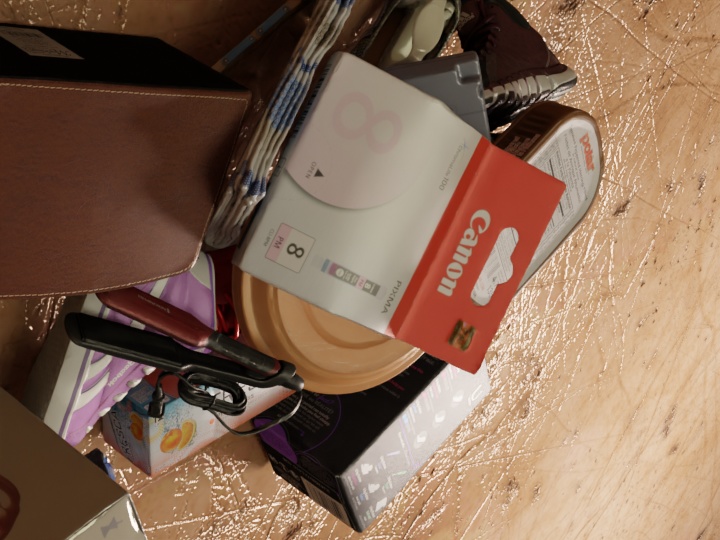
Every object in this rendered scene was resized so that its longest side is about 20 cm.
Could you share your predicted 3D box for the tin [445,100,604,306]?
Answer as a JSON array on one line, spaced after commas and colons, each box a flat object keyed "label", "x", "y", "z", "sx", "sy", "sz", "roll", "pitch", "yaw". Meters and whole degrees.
[{"label": "tin", "x": 0.124, "y": -0.049, "z": 0.932, "sx": 0.200, "sy": 0.042, "sz": 0.112, "roll": -46, "pitch": 139, "yaw": -25}]

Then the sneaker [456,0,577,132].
[{"label": "sneaker", "x": 0.095, "y": -0.178, "z": 1.020, "sx": 0.076, "sy": 0.116, "sz": 0.200, "roll": -38, "pitch": 169, "yaw": 39}]

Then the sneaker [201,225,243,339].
[{"label": "sneaker", "x": -0.080, "y": 0.023, "z": 0.926, "sx": 0.200, "sy": 0.115, "sz": 0.078, "roll": -39, "pitch": 142, "yaw": -30}]

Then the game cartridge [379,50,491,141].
[{"label": "game cartridge", "x": 0.042, "y": -0.074, "z": 0.947, "sx": 0.133, "sy": 0.041, "sz": 0.200, "roll": -12, "pitch": 129, "yaw": 3}]

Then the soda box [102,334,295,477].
[{"label": "soda box", "x": -0.115, "y": 0.086, "z": 0.977, "sx": 0.200, "sy": 0.064, "sz": 0.068, "roll": -28, "pitch": 136, "yaw": -40}]

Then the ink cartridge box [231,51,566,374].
[{"label": "ink cartridge box", "x": 0.034, "y": -0.034, "z": 0.827, "sx": 0.163, "sy": 0.200, "sz": 0.057, "roll": -64, "pitch": -170, "yaw": 0}]

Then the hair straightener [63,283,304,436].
[{"label": "hair straightener", "x": -0.120, "y": 0.068, "z": 0.831, "sx": 0.200, "sy": 0.041, "sz": 0.077, "roll": 25, "pitch": 111, "yaw": -40}]

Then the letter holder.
[{"label": "letter holder", "x": -0.187, "y": -0.067, "z": 0.733, "sx": 0.200, "sy": 0.101, "sz": 0.142, "roll": -7, "pitch": 123, "yaw": -51}]

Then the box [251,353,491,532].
[{"label": "box", "x": 0.013, "y": 0.123, "z": 1.122, "sx": 0.200, "sy": 0.122, "sz": 0.106, "roll": -44, "pitch": 143, "yaw": -23}]

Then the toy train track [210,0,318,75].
[{"label": "toy train track", "x": -0.063, "y": -0.192, "z": 0.856, "sx": 0.200, "sy": 0.033, "sz": 0.115, "roll": -44, "pitch": 180, "yaw": -12}]

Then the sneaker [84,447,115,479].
[{"label": "sneaker", "x": -0.208, "y": 0.210, "z": 0.881, "sx": 0.079, "sy": 0.089, "sz": 0.200, "roll": -35, "pitch": 158, "yaw": -45}]

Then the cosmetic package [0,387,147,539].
[{"label": "cosmetic package", "x": -0.228, "y": 0.142, "z": 0.743, "sx": 0.087, "sy": 0.200, "sz": 0.103, "roll": -37, "pitch": 139, "yaw": -32}]

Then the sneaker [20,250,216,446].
[{"label": "sneaker", "x": -0.166, "y": 0.069, "z": 0.851, "sx": 0.114, "sy": 0.073, "sz": 0.201, "roll": 21, "pitch": 99, "yaw": -30}]

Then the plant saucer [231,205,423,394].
[{"label": "plant saucer", "x": 0.000, "y": 0.000, "z": 0.896, "sx": 0.200, "sy": 0.032, "sz": 0.200, "roll": -11, "pitch": 113, "yaw": -28}]

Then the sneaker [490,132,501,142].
[{"label": "sneaker", "x": 0.098, "y": -0.070, "z": 1.030, "sx": 0.200, "sy": 0.078, "sz": 0.080, "roll": -7, "pitch": 117, "yaw": -9}]

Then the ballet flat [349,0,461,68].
[{"label": "ballet flat", "x": 0.020, "y": -0.157, "z": 0.963, "sx": 0.200, "sy": 0.072, "sz": 0.072, "roll": -61, "pitch": 147, "yaw": -1}]

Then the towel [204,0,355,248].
[{"label": "towel", "x": -0.053, "y": -0.115, "z": 0.831, "sx": 0.200, "sy": 0.024, "sz": 0.147, "roll": -67, "pitch": -171, "yaw": -19}]
